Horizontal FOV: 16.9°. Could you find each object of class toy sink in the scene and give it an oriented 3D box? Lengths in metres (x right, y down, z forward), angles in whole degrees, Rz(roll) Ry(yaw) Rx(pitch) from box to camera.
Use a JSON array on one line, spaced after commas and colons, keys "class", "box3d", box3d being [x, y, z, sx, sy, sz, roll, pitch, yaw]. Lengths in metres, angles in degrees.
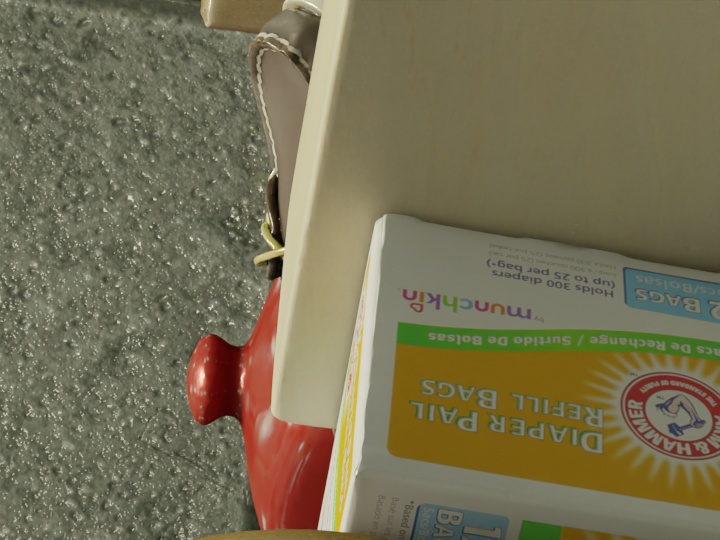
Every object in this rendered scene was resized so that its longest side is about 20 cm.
[{"class": "toy sink", "box3d": [0.052, -0.056, 0.691, 0.112, 0.129, 0.201, -87, 6, -50]}]

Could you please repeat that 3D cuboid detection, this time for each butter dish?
[{"class": "butter dish", "box3d": [-0.010, 0.060, 1.166, 0.201, 0.147, 0.200, 103, 174, -50]}]

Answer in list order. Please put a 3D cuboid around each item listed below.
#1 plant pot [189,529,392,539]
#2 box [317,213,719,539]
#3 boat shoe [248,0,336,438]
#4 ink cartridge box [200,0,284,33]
[{"class": "plant pot", "box3d": [-0.001, 0.136, 0.629, 0.028, 0.199, 0.201, -72, -5, -51]}, {"class": "box", "box3d": [0.040, 0.098, 0.680, 0.102, 0.112, 0.201, -84, 3, -50]}, {"class": "boat shoe", "box3d": [0.000, 0.000, 0.830, 0.072, 0.059, 0.201, 31, 148, 49]}, {"class": "ink cartridge box", "box3d": [0.020, -0.199, 1.098, 0.075, 0.164, 0.201, -116, 33, -79]}]
